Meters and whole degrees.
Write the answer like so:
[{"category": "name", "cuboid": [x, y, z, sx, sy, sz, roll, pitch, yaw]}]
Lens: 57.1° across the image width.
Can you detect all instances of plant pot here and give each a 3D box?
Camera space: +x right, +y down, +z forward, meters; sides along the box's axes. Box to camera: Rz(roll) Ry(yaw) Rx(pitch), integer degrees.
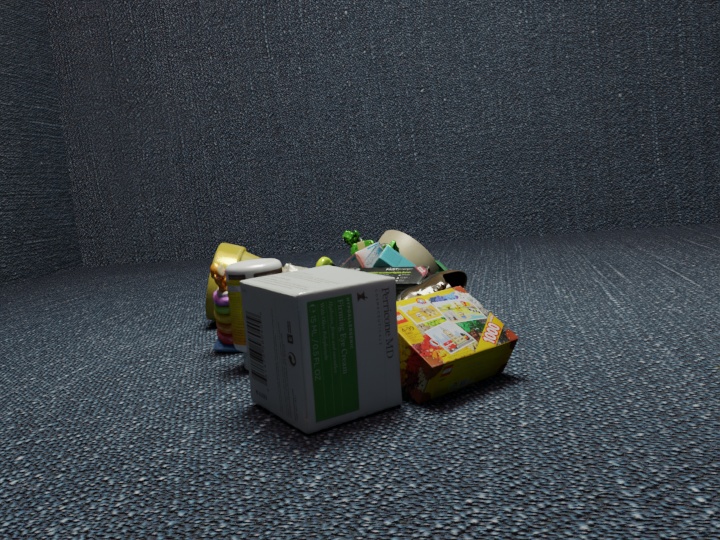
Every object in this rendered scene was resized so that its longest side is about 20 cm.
[{"category": "plant pot", "cuboid": [-0.289, 0.044, 1.728, 0.186, 0.203, 0.201, 11, 7, -4]}, {"category": "plant pot", "cuboid": [0.097, 0.012, 1.763, 0.135, 0.201, 0.199, -47, 26, -22]}]

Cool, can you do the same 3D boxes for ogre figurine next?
[{"category": "ogre figurine", "cuboid": [0.058, -0.033, 1.635, 0.198, 0.099, 0.120, 6, -11, 24]}]

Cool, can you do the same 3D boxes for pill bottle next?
[{"category": "pill bottle", "cuboid": [-0.194, 0.083, 1.261, 0.108, 0.203, 0.109, -5, 8, 1]}]

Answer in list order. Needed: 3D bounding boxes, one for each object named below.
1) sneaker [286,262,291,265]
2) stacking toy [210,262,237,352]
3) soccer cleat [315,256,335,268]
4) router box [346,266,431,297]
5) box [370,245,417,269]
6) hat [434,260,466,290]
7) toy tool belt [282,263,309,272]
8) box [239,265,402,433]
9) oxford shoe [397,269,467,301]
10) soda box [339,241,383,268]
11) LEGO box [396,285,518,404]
[{"category": "sneaker", "cuboid": [-0.186, 0.080, 1.590, 0.088, 0.200, 0.074, 27, 29, -26]}, {"category": "stacking toy", "cuboid": [-0.274, 0.067, 1.402, 0.108, 0.202, 0.117, -5, 33, 13]}, {"category": "soccer cleat", "cuboid": [-0.090, 0.044, 1.578, 0.083, 0.201, 0.065, 24, 54, 29]}, {"category": "router box", "cuboid": [0.061, 0.071, 1.348, 0.198, 0.151, 0.062, 0, 34, 29]}, {"category": "box", "cuboid": [0.109, 0.042, 1.377, 0.082, 0.199, 0.049, -54, 1, 43]}, {"category": "hat", "cuboid": [0.165, 0.092, 1.553, 0.176, 0.166, 0.200, -40, 7, 2]}, {"category": "toy tool belt", "cuboid": [-0.147, 0.097, 1.366, 0.123, 0.201, 0.123, 11, 33, -16]}, {"category": "box", "cuboid": [-0.062, 0.108, 1.001, 0.170, 0.202, 0.199, -10, 10, -33]}, {"category": "oxford shoe", "cuboid": [0.125, 0.051, 1.189, 0.200, 0.073, 0.084, -41, 10, -39]}, {"category": "soda box", "cuboid": [0.000, 0.000, 1.519, 0.068, 0.064, 0.200, -25, -5, -22]}, {"category": "LEGO box", "cuboid": [0.129, 0.112, 1.063, 0.198, 0.078, 0.149, -11, 42, -38]}]
